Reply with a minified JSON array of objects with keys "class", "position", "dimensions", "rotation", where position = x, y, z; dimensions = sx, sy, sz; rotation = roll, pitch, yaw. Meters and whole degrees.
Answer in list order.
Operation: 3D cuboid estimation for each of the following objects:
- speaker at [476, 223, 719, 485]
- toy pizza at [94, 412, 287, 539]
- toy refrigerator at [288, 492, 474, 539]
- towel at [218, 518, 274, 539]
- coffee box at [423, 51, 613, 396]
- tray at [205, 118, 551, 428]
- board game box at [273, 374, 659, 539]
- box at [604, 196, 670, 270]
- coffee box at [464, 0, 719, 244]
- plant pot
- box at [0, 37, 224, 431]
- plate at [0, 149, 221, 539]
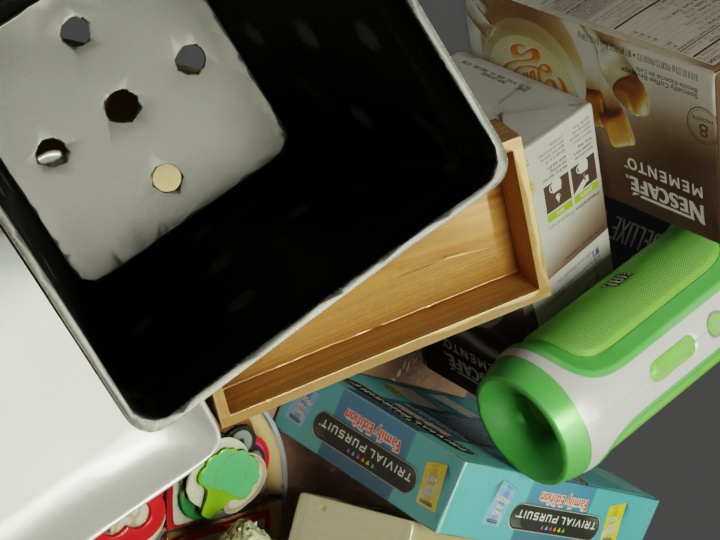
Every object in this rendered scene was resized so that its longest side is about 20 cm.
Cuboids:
[{"class":"speaker","position":[0.161,0.039,1.158],"dimensions":[0.199,0.088,0.089],"rotation":[-35,131,-28]},{"class":"toy pizza","position":[-0.114,0.159,1.158],"dimensions":[0.199,0.032,0.202],"rotation":[-22,124,-36]},{"class":"toy refrigerator","position":[0.026,0.179,1.223],"dimensions":[0.200,0.075,0.071],"rotation":[27,76,-66]},{"class":"towel","position":[-0.081,0.238,1.194],"dimensions":[0.148,0.036,0.200],"rotation":[-46,148,-15]},{"class":"coffee box","position":[0.087,-0.016,1.209],"dimensions":[0.080,0.113,0.201],"rotation":[-34,130,-27]},{"class":"tray","position":[0.000,0.000,1.071],"dimensions":[0.199,0.037,0.099],"rotation":[-21,119,-13]},{"class":"board game box","position":[0.066,0.120,1.228],"dimensions":[0.199,0.151,0.047],"rotation":[16,99,-47]},{"class":"box","position":[0.256,0.000,1.350],"dimensions":[0.199,0.157,0.050],"rotation":[9,103,-47]},{"class":"coffee box","position":[0.159,-0.110,1.168],"dimensions":[0.079,0.199,0.115],"rotation":[-32,130,-29]},{"class":"plant pot","position":[-0.088,-0.076,0.890],"dimensions":[0.199,0.177,0.200],"rotation":[-35,105,-13]},{"class":"box","position":[-0.126,-0.012,1.041],"dimensions":[0.162,0.021,0.202],"rotation":[9,103,-32]},{"class":"plate","position":[-0.193,0.067,1.002],"dimensions":[0.199,0.032,0.201],"rotation":[-35,121,-14]}]
